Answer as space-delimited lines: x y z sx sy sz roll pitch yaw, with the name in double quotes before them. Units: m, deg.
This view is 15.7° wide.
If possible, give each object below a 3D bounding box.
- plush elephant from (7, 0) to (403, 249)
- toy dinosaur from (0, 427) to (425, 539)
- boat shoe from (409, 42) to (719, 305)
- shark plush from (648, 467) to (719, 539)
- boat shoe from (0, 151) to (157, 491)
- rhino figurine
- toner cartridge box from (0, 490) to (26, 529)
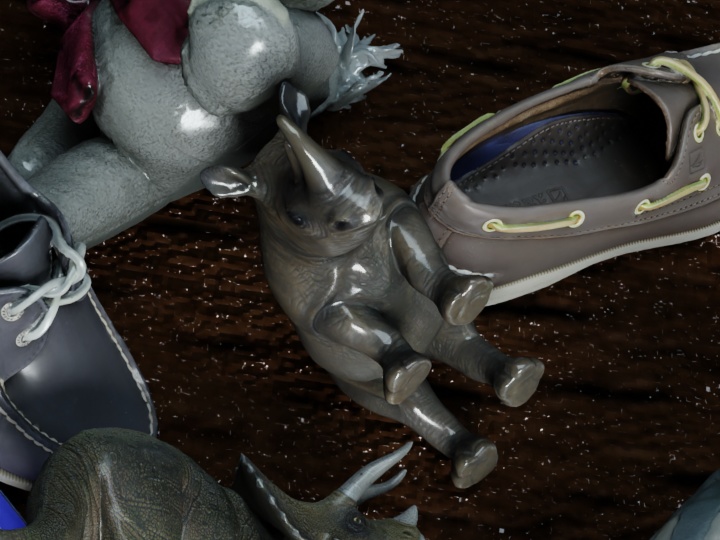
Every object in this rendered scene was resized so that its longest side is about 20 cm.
"plush elephant" -0.080 -0.111 0.940 0.155 0.165 0.200 56 34 3
"toy dinosaur" -0.070 0.094 0.853 0.200 0.077 0.102 20 59 -39
"boat shoe" 0.105 -0.048 1.003 0.200 0.060 0.072 -22 68 -24
"shark plush" 0.106 0.124 0.901 0.200 0.083 0.091 -45 112 -24
"boat shoe" -0.121 0.005 0.834 0.200 0.063 0.073 51 50 -32
"rhino figurine" 0.000 0.000 0.882 0.060 0.200 0.087 -44 60 -7
"toner cartridge box" -0.202 0.055 0.880 0.095 0.043 0.200 -33 73 -29
